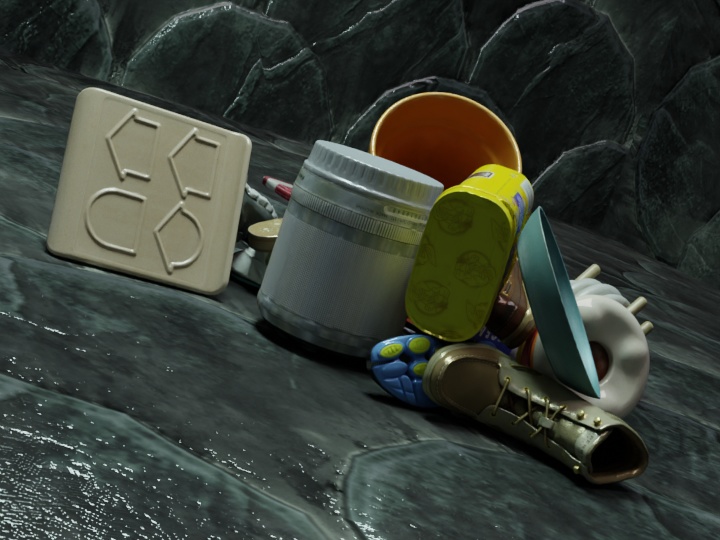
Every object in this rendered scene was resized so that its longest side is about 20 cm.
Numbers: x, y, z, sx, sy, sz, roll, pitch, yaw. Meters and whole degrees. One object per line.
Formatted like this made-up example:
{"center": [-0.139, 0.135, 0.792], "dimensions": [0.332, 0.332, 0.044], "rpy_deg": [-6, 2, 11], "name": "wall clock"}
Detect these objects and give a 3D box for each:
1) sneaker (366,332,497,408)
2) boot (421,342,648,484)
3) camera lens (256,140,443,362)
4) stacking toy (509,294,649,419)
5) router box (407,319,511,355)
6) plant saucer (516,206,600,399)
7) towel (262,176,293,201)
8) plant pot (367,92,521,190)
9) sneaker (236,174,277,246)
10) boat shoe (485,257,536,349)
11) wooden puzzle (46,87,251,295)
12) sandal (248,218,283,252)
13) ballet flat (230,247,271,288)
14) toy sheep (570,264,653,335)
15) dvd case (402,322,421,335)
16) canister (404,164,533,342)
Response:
{"center": [0.065, 0.100, 1.408], "dimensions": [0.082, 0.072, 0.199], "rpy_deg": [1, -1, 35], "name": "sneaker"}
{"center": [0.168, 0.139, 1.329], "dimensions": [0.198, 0.074, 0.155], "rpy_deg": [24, 5, -34], "name": "boot"}
{"center": [-0.011, -0.017, 1.453], "dimensions": [0.158, 0.203, 0.160], "rpy_deg": [19, 9, -3], "name": "camera lens"}
{"center": [0.222, 0.102, 1.589], "dimensions": [0.144, 0.148, 0.200], "rpy_deg": [16, -7, -21], "name": "stacking toy"}
{"center": [0.093, 0.045, 1.730], "dimensions": [0.178, 0.049, 0.199], "rpy_deg": [25, 4, 31], "name": "router box"}
{"center": [0.195, 0.037, 1.398], "dimensions": [0.035, 0.203, 0.200], "rpy_deg": [-18, 2, 12], "name": "plant saucer"}
{"center": [-0.020, -0.057, 1.754], "dimensions": [0.199, 0.023, 0.144], "rpy_deg": [31, 6, 21], "name": "towel"}
{"center": [0.095, -0.100, 1.836], "dimensions": [0.198, 0.202, 0.184], "rpy_deg": [19, -31, 1], "name": "plant pot"}
{"center": [-0.152, -0.064, 1.635], "dimensions": [0.066, 0.092, 0.201], "rpy_deg": [6, -29, 19], "name": "sneaker"}
{"center": [0.154, 0.016, 1.606], "dimensions": [0.067, 0.072, 0.201], "rpy_deg": [36, 15, -18], "name": "boat shoe"}
{"center": [-0.228, -0.082, 1.503], "dimensions": [0.197, 0.188, 0.046], "rpy_deg": [14, -16, -21], "name": "wooden puzzle"}
{"center": [-0.035, -0.078, 1.629], "dimensions": [0.209, 0.071, 0.077], "rpy_deg": [-14, 27, -28], "name": "sandal"}
{"center": [-0.088, 0.001, 1.619], "dimensions": [0.069, 0.070, 0.199], "rpy_deg": [10, 13, -45], "name": "ballet flat"}
{"center": [0.302, 0.076, 1.810], "dimensions": [0.137, 0.139, 0.200], "rpy_deg": [12, 17, -39], "name": "toy sheep"}
{"center": [0.060, 0.083, 1.598], "dimensions": [0.148, 0.016, 0.199], "rpy_deg": [11, 12, -44], "name": "dvd case"}
{"center": [0.117, -0.024, 1.425], "dimensions": [0.085, 0.150, 0.200], "rpy_deg": [19, 17, 10], "name": "canister"}
